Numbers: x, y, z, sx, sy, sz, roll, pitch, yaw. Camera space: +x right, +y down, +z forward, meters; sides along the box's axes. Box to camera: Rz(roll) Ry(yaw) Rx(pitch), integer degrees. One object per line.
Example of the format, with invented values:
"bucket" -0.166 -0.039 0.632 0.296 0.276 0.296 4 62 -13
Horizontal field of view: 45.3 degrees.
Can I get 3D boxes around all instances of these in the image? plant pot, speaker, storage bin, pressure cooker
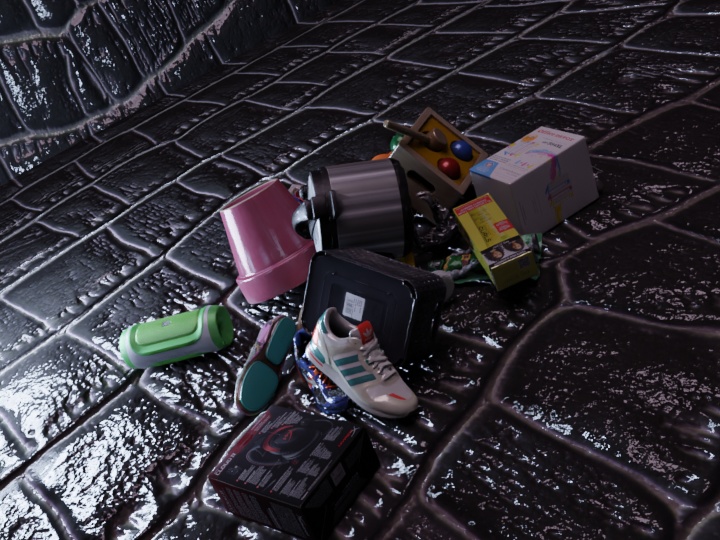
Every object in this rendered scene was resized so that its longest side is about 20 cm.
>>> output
"plant pot" -0.166 -0.064 1.625 0.198 0.180 0.200 -27 12 6
"speaker" -0.336 0.122 1.579 0.198 0.089 0.089 -14 29 15
"storage bin" 0.018 0.053 1.326 0.198 0.137 0.093 19 16 31
"pressure cooker" -0.018 -0.095 1.470 0.197 0.178 0.179 -8 37 -7

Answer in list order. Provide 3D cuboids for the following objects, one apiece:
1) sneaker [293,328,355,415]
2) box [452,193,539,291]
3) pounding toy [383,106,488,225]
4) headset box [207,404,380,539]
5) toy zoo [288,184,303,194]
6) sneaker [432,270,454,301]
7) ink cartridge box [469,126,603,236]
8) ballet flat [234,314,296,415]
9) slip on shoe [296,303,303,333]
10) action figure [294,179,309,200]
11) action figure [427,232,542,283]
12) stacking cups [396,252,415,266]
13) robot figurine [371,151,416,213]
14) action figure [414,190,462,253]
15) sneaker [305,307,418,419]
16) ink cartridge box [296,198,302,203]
"sneaker" -0.059 0.154 1.331 0.075 0.079 0.200 -32 32 -16
"box" 0.217 -0.050 1.406 0.075 0.050 0.201 -23 33 2
"pounding toy" 0.128 -0.222 1.667 0.142 0.199 0.185 -50 2 45
"headset box" -0.097 0.268 1.169 0.198 0.076 0.149 4 38 39
"toy zoo" -0.117 -0.124 1.850 0.130 0.021 0.201 19 43 14
"sneaker" 0.056 0.032 1.460 0.198 0.076 0.115 -23 31 6
"ink cartridge box" 0.321 -0.163 1.552 0.199 0.126 0.128 -32 30 -16
"ballet flat" -0.164 0.159 1.410 0.071 0.069 0.201 -25 32 41
"slip on shoe" -0.073 0.054 1.504 0.060 0.076 0.202 -28 43 33
"action figure" -0.041 -0.100 1.646 0.065 0.200 0.099 -46 -7 -4
"action figure" 0.205 -0.016 1.467 0.198 0.055 0.119 -12 33 27
"stacking cups" 0.000 0.000 1.582 0.198 0.061 0.061 -13 29 23
"robot figurine" 0.041 -0.156 1.749 0.116 0.144 0.200 -19 26 47
"action figure" 0.110 -0.083 1.595 0.198 0.103 0.119 -8 22 28
"sneaker" 0.006 0.129 1.241 0.199 0.094 0.070 35 34 27
"ink cartridge box" -0.196 -0.136 1.963 0.199 0.041 0.199 -30 29 -14
